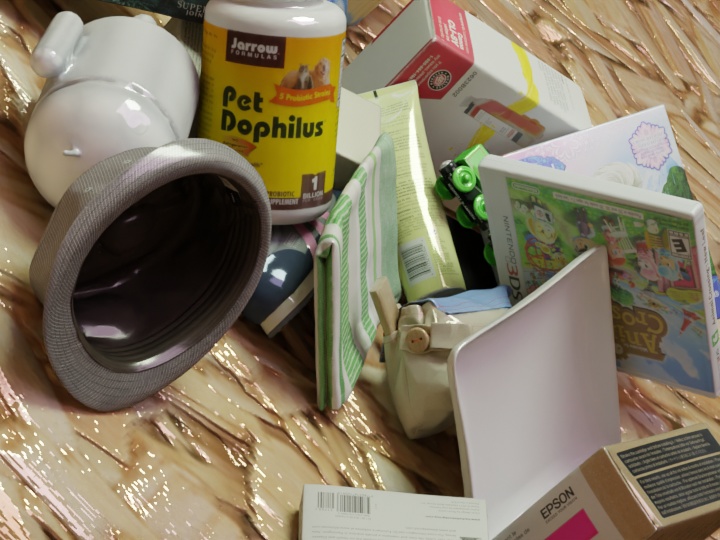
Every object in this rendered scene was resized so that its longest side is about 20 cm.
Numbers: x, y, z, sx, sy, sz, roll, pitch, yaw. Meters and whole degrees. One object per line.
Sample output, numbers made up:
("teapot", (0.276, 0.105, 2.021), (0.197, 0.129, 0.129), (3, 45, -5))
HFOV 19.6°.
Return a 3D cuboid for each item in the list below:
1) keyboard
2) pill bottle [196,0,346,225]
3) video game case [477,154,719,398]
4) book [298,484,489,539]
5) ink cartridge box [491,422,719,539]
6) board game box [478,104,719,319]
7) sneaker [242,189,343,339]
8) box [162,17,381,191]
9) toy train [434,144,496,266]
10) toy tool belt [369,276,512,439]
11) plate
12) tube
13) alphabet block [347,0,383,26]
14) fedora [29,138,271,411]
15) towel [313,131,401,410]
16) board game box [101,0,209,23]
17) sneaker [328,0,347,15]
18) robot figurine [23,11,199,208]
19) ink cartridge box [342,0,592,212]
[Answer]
("keyboard", (0.039, -0.034, 1.819), (0.199, 0.040, 0.105), (30, 49, -21))
("pill bottle", (-0.068, -0.143, 1.588), (0.108, 0.201, 0.109), (4, 16, -1))
("video game case", (0.192, 0.005, 1.669), (0.022, 0.199, 0.183), (-44, 135, -36))
("book", (0.022, 0.229, 1.409), (0.133, 0.048, 0.201), (6, 40, -4))
("ink cartridge box", (0.169, 0.202, 1.526), (0.164, 0.200, 0.075), (-3, 56, -55))
("board game box", (0.209, -0.024, 1.841), (0.199, 0.041, 0.201), (-19, 92, -24))
("sneaker", (-0.058, -0.027, 1.638), (0.082, 0.070, 0.200), (41, 27, -8))
("box", (-0.081, -0.130, 1.705), (0.199, 0.068, 0.083), (26, 45, -25))
("toy train", (0.137, -0.019, 1.769), (0.056, 0.042, 0.200), (-43, 101, -31))
("toy tool belt", (0.085, 0.052, 1.679), (0.200, 0.125, 0.123), (-9, 69, -57))
("plate", (0.131, 0.104, 1.615), (0.199, 0.032, 0.201), (-34, 126, -41))
("tube", (0.039, -0.065, 1.773), (0.058, 0.052, 0.201), (1, 65, -45))
("alphabet block", (-0.016, -0.367, 1.927), (0.197, 0.200, 0.195), (51, 13, 6))
("fedora", (-0.157, -0.012, 1.426), (0.090, 0.200, 0.177), (31, -20, 41))
("towel", (0.000, 0.000, 1.631), (0.023, 0.153, 0.200), (5, 27, 15))
("board game box", (-0.172, -0.242, 1.681), (0.199, 0.028, 0.135), (12, 24, -7))
("sneaker", (-0.048, -0.212, 1.757), (0.078, 0.090, 0.200), (25, -6, -16))
("robot figurine", (-0.181, -0.109, 1.531), (0.170, 0.113, 0.200), (52, 25, -25))
("ink cartridge box", (0.092, -0.141, 1.893), (0.199, 0.145, 0.084), (28, 33, -29))
